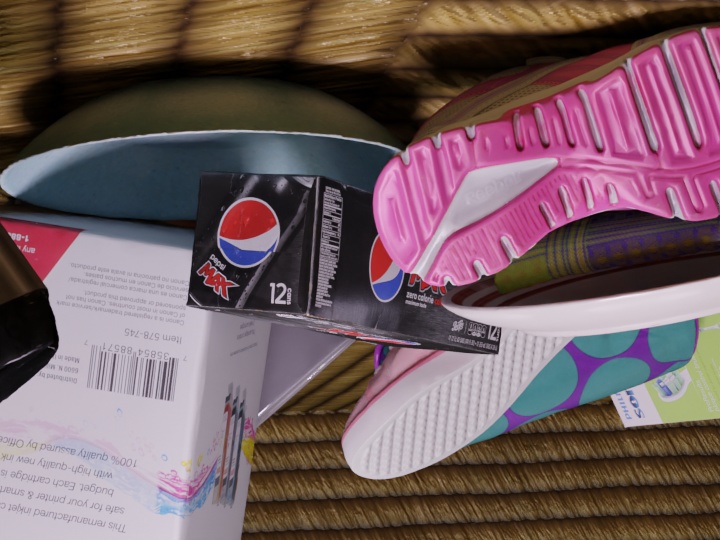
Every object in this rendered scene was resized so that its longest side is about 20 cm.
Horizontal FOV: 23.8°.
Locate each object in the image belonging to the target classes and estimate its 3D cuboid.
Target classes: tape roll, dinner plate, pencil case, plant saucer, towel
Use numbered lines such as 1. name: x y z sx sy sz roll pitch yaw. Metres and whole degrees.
1. tape roll: -0.061 0.051 1.085 0.200 0.066 0.200 -42 178 -2
2. dinner plate: 0.136 0.004 0.788 0.198 0.025 0.200 -12 -174 1
3. pencil case: 0.110 0.049 1.089 0.198 0.093 0.085 -20 -160 -12
4. plant saucer: -0.070 -0.060 0.805 0.199 0.039 0.201 -3 172 0
5. towel: 0.165 -0.042 0.767 0.198 0.023 0.144 -9 -153 24

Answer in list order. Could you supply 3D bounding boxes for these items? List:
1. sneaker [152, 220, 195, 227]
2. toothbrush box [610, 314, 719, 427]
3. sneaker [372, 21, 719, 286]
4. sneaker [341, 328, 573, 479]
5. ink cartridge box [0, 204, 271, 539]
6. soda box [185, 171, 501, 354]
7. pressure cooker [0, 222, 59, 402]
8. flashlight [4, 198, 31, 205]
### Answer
1. sneaker: -0.125 0.000 1.072 0.079 0.072 0.200 -8 172 6
2. toothbrush box: 0.274 0.031 1.167 0.145 0.087 0.199 -32 -168 -35
3. sneaker: 0.098 -0.061 0.733 0.198 0.082 0.088 -14 -161 0
4. sneaker: 0.055 0.028 1.011 0.200 0.105 0.075 -43 140 9
5. ink cartridge box: -0.134 0.076 0.873 0.144 0.202 0.145 9 -176 9
6. soda box: 0.000 0.000 0.832 0.070 0.064 0.199 4 174 30
7. pressure cooker: -0.225 -0.006 0.601 0.175 0.201 0.179 -35 180 2
8. flashlight: -0.176 0.057 0.999 0.067 0.202 0.068 0 172 -5
